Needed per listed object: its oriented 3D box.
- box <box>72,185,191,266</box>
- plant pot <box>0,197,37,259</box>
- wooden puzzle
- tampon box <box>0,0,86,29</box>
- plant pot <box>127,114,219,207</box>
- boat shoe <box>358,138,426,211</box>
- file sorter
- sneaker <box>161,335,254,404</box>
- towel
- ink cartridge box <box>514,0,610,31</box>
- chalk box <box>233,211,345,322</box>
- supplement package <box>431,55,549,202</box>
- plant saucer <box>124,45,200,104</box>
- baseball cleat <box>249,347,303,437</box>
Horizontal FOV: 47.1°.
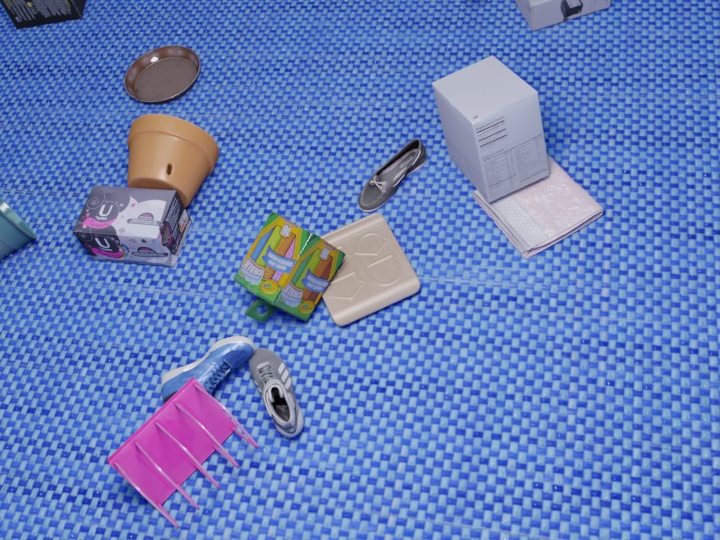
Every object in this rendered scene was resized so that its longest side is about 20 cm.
[{"bbox_3d":[-0.488,-0.096,1.773,0.199,0.115,0.132,5,57,15],"label":"box"},{"bbox_3d":[-0.853,-0.077,1.798,0.196,0.200,0.200,-44,59,-9],"label":"plant pot"},{"bbox_3d":[0.000,0.000,1.657,0.185,0.046,0.200,-24,60,-5],"label":"wooden puzzle"},{"bbox_3d":[-0.885,-0.786,2.309,0.199,0.126,0.150,-7,56,6],"label":"tampon box"},{"bbox_3d":[-0.423,-0.226,1.803,0.199,0.200,0.140,5,64,14],"label":"plant pot"},{"bbox_3d":[0.064,-0.209,1.773,0.067,0.057,0.200,36,69,29],"label":"boat shoe"},{"bbox_3d":[-0.297,0.317,1.419,0.200,0.139,0.125,-45,35,-18],"label":"file sorter"},{"bbox_3d":[-0.279,0.208,1.533,0.199,0.077,0.111,-27,42,6],"label":"sneaker"},{"bbox_3d":[0.358,-0.140,1.684,0.191,0.032,0.200,-30,57,-9],"label":"towel"},{"bbox_3d":[0.481,-0.677,1.987,0.199,0.084,0.145,-17,55,0],"label":"ink cartridge box"},{"bbox_3d":[-0.148,0.012,1.601,0.124,0.125,0.200,28,89,36],"label":"chalk box"},{"bbox_3d":[0.265,-0.288,1.676,0.147,0.200,0.191,-25,42,-5],"label":"supplement package"},{"bbox_3d":[-0.496,-0.489,2.089,0.200,0.035,0.201,-5,56,7],"label":"plant saucer"},{"bbox_3d":[-0.157,0.205,1.509,0.070,0.107,0.200,-28,56,-9],"label":"baseball cleat"}]
